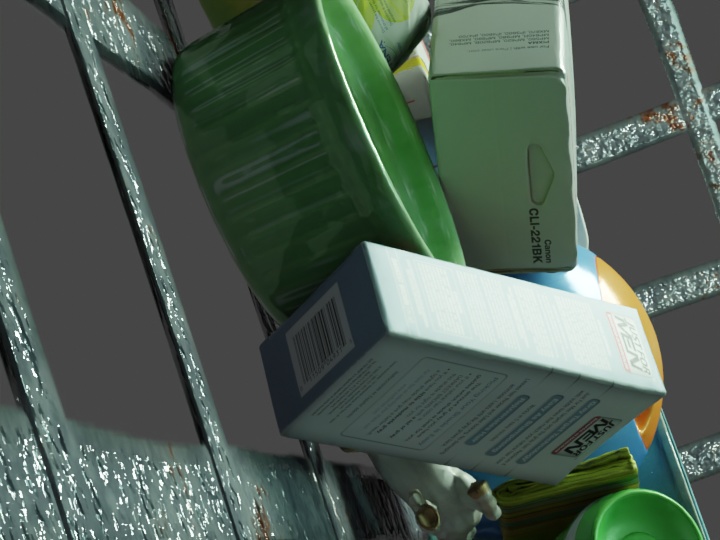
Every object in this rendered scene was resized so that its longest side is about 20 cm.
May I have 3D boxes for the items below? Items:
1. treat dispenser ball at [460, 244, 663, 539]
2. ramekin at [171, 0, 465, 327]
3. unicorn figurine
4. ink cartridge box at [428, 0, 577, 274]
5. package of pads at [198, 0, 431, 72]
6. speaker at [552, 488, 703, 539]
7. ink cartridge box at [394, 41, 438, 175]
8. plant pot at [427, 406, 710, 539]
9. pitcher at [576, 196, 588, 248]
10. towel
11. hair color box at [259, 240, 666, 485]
[{"bbox_3d":[0.096,0.073,1.406,0.201,0.200,0.202,-20,90,-83],"label":"treat dispenser ball"},{"bbox_3d":[-0.025,-0.059,1.207,0.200,0.097,0.201,-90,154,-67],"label":"ramekin"},{"bbox_3d":[0.033,0.125,1.272,0.137,0.073,0.201,94,-28,-83],"label":"unicorn figurine"},{"bbox_3d":[0.092,-0.111,1.364,0.201,0.083,0.145,-84,169,-55],"label":"ink cartridge box"},{"bbox_3d":[-0.051,-0.212,1.302,0.154,0.068,0.200,21,-29,37],"label":"package of pads"},{"bbox_3d":[0.135,0.200,1.316,0.200,0.088,0.089,124,-47,-59],"label":"speaker"},{"bbox_3d":[-0.001,-0.097,1.484,0.201,0.116,0.068,-103,170,-49],"label":"ink cartridge box"},{"bbox_3d":[0.154,0.212,1.528,0.200,0.187,0.201,-21,90,-83],"label":"plant pot"},{"bbox_3d":[0.066,-0.079,1.575,0.121,0.199,0.172,-47,153,-35],"label":"pitcher"},{"bbox_3d":[0.128,0.154,1.337,0.200,0.085,0.018,73,4,-67],"label":"towel"},{"bbox_3d":[0.057,0.054,1.170,0.199,0.099,0.061,14,46,-36],"label":"hair color box"}]
